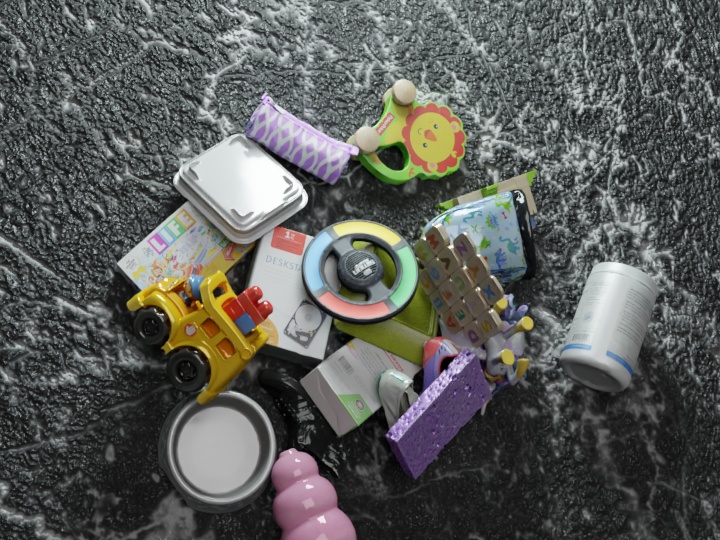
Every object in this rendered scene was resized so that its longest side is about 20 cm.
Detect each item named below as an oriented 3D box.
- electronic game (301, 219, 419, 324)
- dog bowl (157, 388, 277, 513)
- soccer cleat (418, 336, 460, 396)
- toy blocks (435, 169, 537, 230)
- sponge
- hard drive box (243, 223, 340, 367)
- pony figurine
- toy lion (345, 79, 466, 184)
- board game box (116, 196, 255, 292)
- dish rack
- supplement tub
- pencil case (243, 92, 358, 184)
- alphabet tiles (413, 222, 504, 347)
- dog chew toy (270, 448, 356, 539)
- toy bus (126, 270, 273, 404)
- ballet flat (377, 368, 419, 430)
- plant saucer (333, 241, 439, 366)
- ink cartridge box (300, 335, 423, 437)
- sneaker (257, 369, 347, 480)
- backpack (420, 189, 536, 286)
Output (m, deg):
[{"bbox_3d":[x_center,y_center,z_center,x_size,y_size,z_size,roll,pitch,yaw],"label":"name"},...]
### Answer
[{"bbox_3d":[0.000,0.000,1.591,0.196,0.042,0.203,3,56,-5],"label":"electronic game"},{"bbox_3d":[-0.225,0.285,1.550,0.196,0.059,0.204,4,74,-14],"label":"dog bowl"},{"bbox_3d":[0.137,0.210,1.621,0.066,0.076,0.204,-9,111,-24],"label":"soccer cleat"},{"bbox_3d":[0.252,-0.087,1.776,0.197,0.100,0.139,-20,92,-19],"label":"toy blocks"},{"bbox_3d":[0.128,0.231,1.554,0.030,0.113,0.200,26,62,41],"label":"sponge"},{"bbox_3d":[-0.121,0.043,1.636,0.153,0.077,0.204,15,71,-11],"label":"hard drive box"},{"bbox_3d":[0.228,0.127,1.664,0.163,0.201,0.196,5,59,-12],"label":"pony figurine"},{"bbox_3d":[0.097,-0.238,1.788,0.191,0.069,0.201,42,69,-9],"label":"toy lion"},{"bbox_3d":[-0.293,-0.024,1.629,0.134,0.034,0.200,45,69,1],"label":"board game box"},{"bbox_3d":[-0.203,-0.150,1.640,0.171,0.044,0.200,-35,65,-30],"label":"dish rack"},{"bbox_3d":[0.450,0.104,1.747,0.130,0.132,0.202,28,70,-6],"label":"supplement tub"},{"bbox_3d":[-0.107,-0.233,1.705,0.198,0.086,0.085,29,34,-14],"label":"pencil case"},{"bbox_3d":[0.157,0.025,1.567,0.014,0.196,0.202,-27,81,-28],"label":"alphabet tiles"},{"bbox_3d":[-0.083,0.382,1.527,0.122,0.125,0.203,-16,78,-19],"label":"dog chew toy"},{"bbox_3d":[-0.232,0.071,1.491,0.191,0.136,0.201,-39,92,17],"label":"toy bus"},{"bbox_3d":[0.078,0.249,1.581,0.069,0.069,0.203,-31,126,-21],"label":"ballet flat"},{"bbox_3d":[0.063,0.040,1.657,0.197,0.048,0.203,24,54,-19],"label":"plant saucer"},{"bbox_3d":[0.008,0.173,1.621,0.199,0.067,0.118,-33,85,-42],"label":"ink cartridge box"},{"bbox_3d":[-0.098,0.253,1.592,0.198,0.060,0.105,31,64,-9],"label":"sneaker"},{"bbox_3d":[0.199,-0.049,1.663,0.196,0.154,0.167,-8,89,1],"label":"backpack"}]
